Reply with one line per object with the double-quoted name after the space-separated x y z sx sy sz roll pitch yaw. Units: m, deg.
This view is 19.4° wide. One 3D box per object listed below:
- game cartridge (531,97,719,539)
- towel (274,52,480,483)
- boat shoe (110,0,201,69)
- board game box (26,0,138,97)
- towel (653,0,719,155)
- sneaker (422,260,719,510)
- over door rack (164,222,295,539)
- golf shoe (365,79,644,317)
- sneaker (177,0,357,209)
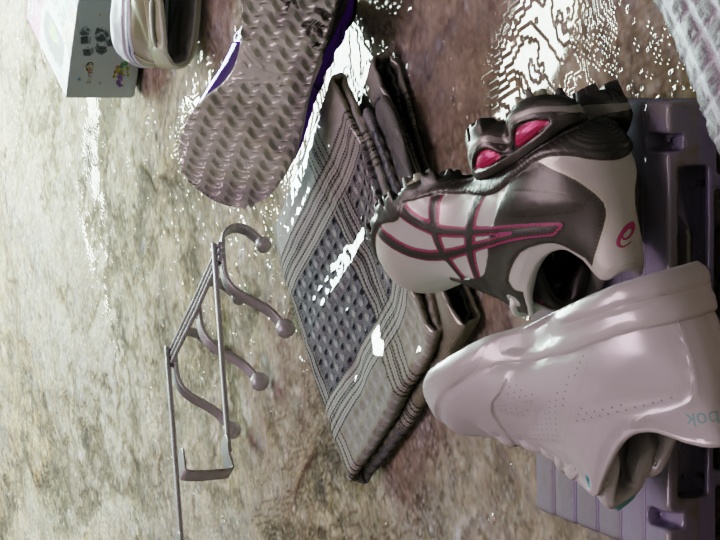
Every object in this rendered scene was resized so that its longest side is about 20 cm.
0.120 0.021 0.964 0.130 0.038 0.201 -165 73 -70 "game cartridge"
0.000 0.000 1.238 0.200 0.034 0.193 120 141 -51 "towel"
-0.139 -0.242 1.512 0.062 0.072 0.201 18 115 39 "boat shoe"
-0.212 -0.259 1.666 0.148 0.064 0.201 -124 39 -50 "board game box"
0.162 -0.153 0.777 0.166 0.085 0.201 121 140 -54 "towel"
0.093 0.063 0.916 0.200 0.075 0.089 -31 76 63 "sneaker"
-0.096 0.091 1.412 0.148 0.066 0.201 118 162 -51 "over door rack"
0.063 -0.013 0.964 0.200 0.077 0.089 -39 65 62 "golf shoe"
-0.043 -0.129 1.260 0.201 0.069 0.100 -63 -4 36 "sneaker"
